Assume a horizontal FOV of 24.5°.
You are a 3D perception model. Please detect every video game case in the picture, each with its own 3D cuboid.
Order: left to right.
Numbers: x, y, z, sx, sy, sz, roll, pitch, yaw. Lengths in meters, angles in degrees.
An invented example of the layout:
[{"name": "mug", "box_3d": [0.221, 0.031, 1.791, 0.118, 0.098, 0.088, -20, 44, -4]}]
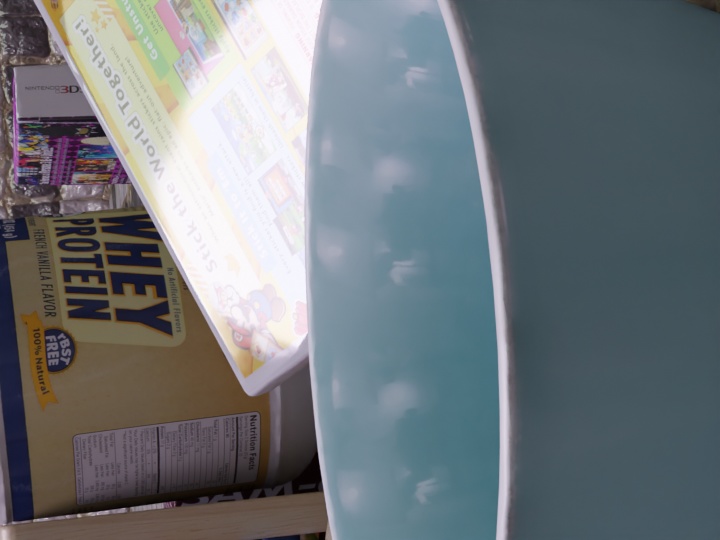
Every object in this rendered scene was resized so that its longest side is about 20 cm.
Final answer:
[{"name": "video game case", "box_3d": [-0.114, -0.085, 0.978, 0.200, 0.180, 0.036, 150, 116, -77]}, {"name": "video game case", "box_3d": [-0.035, -0.076, 0.631, 0.182, 0.023, 0.201, -37, 79, 43]}]

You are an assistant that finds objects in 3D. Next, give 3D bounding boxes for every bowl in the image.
[{"name": "bowl", "box_3d": [0.053, 0.010, 0.413, 0.201, 0.104, 0.203, 176, 90, -77]}]

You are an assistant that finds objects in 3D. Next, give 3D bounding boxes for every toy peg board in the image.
[{"name": "toy peg board", "box_3d": [-0.069, 0.161, 0.798, 0.199, 0.198, 0.099, 144, 120, -75]}]

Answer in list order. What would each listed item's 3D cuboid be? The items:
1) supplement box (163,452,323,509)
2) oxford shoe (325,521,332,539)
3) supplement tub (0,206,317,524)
[{"name": "supplement box", "box_3d": [-0.057, 0.154, 0.948, 0.061, 0.108, 0.202, -136, 43, -72]}, {"name": "oxford shoe", "box_3d": [0.020, 0.091, 0.690, 0.074, 0.070, 0.202, -118, 37, -69]}, {"name": "supplement tub", "box_3d": [-0.098, 0.040, 0.808, 0.144, 0.198, 0.146, 174, 90, -77]}]
